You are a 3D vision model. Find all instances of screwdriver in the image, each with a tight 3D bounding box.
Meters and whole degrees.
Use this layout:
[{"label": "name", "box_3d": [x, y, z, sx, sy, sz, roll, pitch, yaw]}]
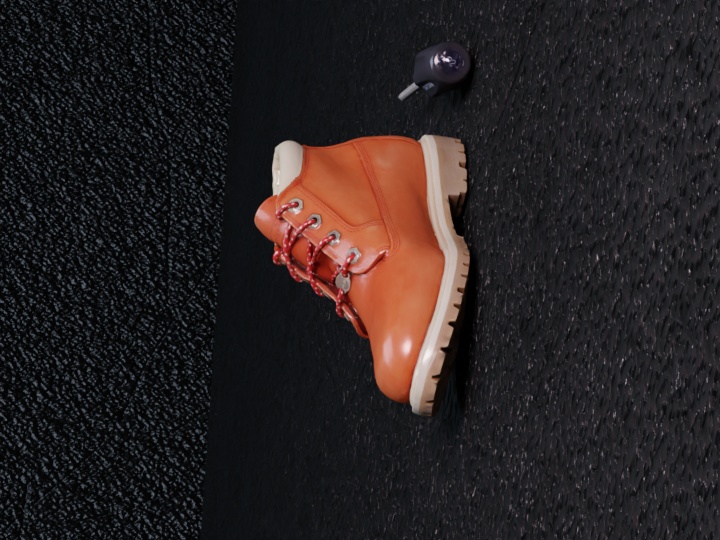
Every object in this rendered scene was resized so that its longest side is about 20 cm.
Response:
[{"label": "screwdriver", "box_3d": [0.031, -0.104, 1.621, 0.200, 0.029, 0.028, 173, 104, -79]}]

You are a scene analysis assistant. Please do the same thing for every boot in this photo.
[{"label": "boot", "box_3d": [0.000, 0.000, 1.477, 0.200, 0.107, 0.075, -95, 14, -56]}]
